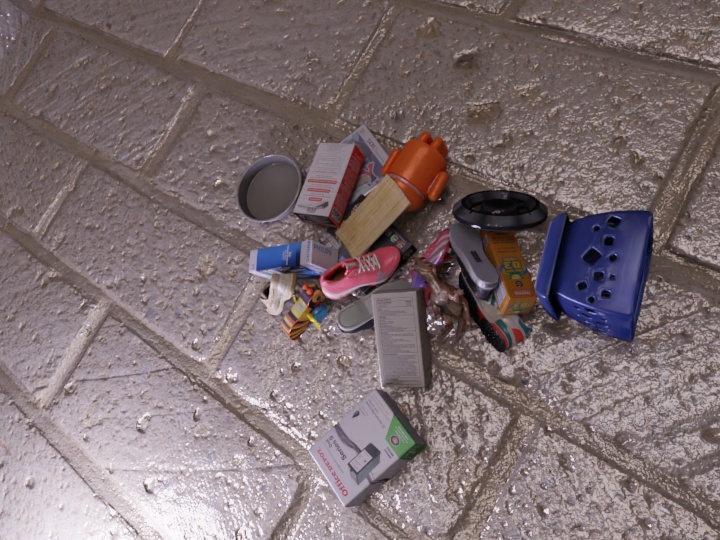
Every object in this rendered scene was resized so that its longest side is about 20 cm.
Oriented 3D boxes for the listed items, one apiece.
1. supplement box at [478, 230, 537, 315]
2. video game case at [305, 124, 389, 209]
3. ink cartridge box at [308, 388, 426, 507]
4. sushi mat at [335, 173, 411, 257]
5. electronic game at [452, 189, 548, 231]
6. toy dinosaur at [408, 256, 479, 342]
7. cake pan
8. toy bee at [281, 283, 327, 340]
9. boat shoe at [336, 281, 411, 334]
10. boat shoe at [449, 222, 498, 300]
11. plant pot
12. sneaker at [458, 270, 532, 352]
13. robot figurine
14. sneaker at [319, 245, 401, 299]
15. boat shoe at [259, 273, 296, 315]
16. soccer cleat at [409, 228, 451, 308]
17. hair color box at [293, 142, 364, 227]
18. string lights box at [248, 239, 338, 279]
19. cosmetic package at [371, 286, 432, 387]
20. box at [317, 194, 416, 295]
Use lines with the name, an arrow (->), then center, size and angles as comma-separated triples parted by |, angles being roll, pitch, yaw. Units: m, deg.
supplement box -> 0.302, -0.008, 1.155 | 0.066, 0.069, 0.202 | -3, 56, -9
video game case -> -0.023, -0.255, 1.429 | 0.199, 0.023, 0.183 | -37, 63, 7
ink cartridge box -> 0.013, 0.372, 1.166 | 0.200, 0.084, 0.146 | -43, 62, 4
sushi mat -> 0.026, -0.120, 1.279 | 0.200, 0.012, 0.096 | -46, 61, 25
electronic game -> 0.295, -0.127, 1.183 | 0.198, 0.200, 0.042 | 10, 119, 24
toy dinosaur -> 0.186, 0.055, 1.171 | 0.085, 0.201, 0.136 | -25, 33, 15
cake pan -> -0.241, -0.218, 1.496 | 0.198, 0.037, 0.202 | -7, 70, 20
toy bee -> -0.125, 0.070, 1.313 | 0.130, 0.109, 0.202 | 21, 81, 28
boat shoe -> 0.038, 0.085, 1.264 | 0.198, 0.060, 0.076 | -19, 69, -7
boat shoe -> 0.232, -0.022, 1.175 | 0.068, 0.057, 0.201 | -4, 44, -11
plant pot -> 0.443, 0.005, 1.058 | 0.178, 0.200, 0.202 | 11, 77, 31
sneaker -> 0.284, 0.074, 1.178 | 0.093, 0.071, 0.201 | -20, 56, -13
robot figurine -> 0.125, -0.225, 1.308 | 0.143, 0.117, 0.201 | 34, 86, -7
sneaker -> 0.000, 0.000, 1.236 | 0.199, 0.087, 0.074 | -27, 66, 2
boat shoe -> -0.205, 0.052, 1.312 | 0.064, 0.200, 0.073 | 12, 67, -17
soccer cleat -> 0.151, -0.011, 1.240 | 0.076, 0.067, 0.202 | 19, 76, 12
hair color box -> -0.077, -0.213, 1.377 | 0.110, 0.064, 0.202 | 10, 71, 31
string lights box -> -0.161, -0.022, 1.335 | 0.198, 0.102, 0.060 | -7, 73, 35
cosmetic package -> 0.089, 0.141, 1.180 | 0.102, 0.073, 0.202 | -3, 94, 21
box -> 0.013, -0.062, 1.334 | 0.161, 0.049, 0.200 | -45, 61, 7
